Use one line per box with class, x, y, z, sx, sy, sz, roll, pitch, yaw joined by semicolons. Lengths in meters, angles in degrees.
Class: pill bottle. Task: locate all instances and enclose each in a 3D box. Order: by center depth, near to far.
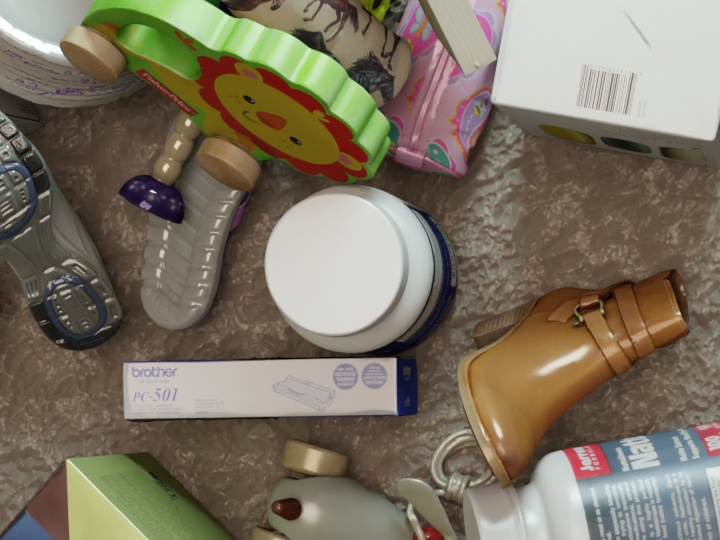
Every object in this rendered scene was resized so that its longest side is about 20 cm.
pill bottle;0.176;0.176;1.597;0.198;0.120;0.121;-10;85;-5
pill bottle;0.000;0.000;1.618;0.115;0.200;0.117;-1;87;11

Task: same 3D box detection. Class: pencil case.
pencil case;-0.046;-0.180;1.564;0.078;0.200;0.090;-36;40;13
pencil case;0.067;-0.169;1.674;0.087;0.087;0.201;20;92;11

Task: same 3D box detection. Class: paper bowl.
paper bowl;-0.217;-0.212;1.691;0.199;0.104;0.202;9;61;-17

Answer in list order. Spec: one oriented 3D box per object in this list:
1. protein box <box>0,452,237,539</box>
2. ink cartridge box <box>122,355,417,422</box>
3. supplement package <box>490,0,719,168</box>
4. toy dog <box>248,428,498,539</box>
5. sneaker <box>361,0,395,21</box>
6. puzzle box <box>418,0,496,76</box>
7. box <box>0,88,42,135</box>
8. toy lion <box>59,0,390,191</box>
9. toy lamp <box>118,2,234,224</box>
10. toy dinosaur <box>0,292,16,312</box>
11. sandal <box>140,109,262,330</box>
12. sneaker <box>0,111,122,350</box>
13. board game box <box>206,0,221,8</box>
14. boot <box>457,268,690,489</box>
protein box;-0.151;0.244;1.634;0.198;0.200;0.135;43;95;10
ink cartridge box;-0.063;0.085;1.680;0.198;0.094;0.045;-2;87;10
supplement package;0.185;-0.163;1.591;0.151;0.200;0.152;11;90;10
toy dog;0.010;0.183;1.660;0.198;0.096;0.133;-4;87;10
sneaker;-0.021;-0.198;1.677;0.083;0.074;0.201;36;115;19
puzzle box;0.027;-0.233;1.538;0.025;0.133;0.201;-27;109;3
box;-0.322;-0.185;1.731;0.060;0.117;0.201;-28;84;12
toy lion;-0.080;-0.125;1.544;0.200;0.191;0.069;38;70;-22
toy lamp;-0.108;-0.134;1.669;0.058;0.058;0.201;26;95;11
toy dinosaur;-0.341;0.080;1.710;0.104;0.201;0.182;17;58;26
sandal;-0.111;-0.056;1.721;0.082;0.050;0.204;24;96;27
sneaker;-0.241;-0.036;1.688;0.074;0.087;0.201;-24;116;3
board game box;-0.109;-0.278;1.562;0.104;0.024;0.201;20;113;-11
boot;0.152;0.068;1.596;0.154;0.200;0.077;-17;107;16
